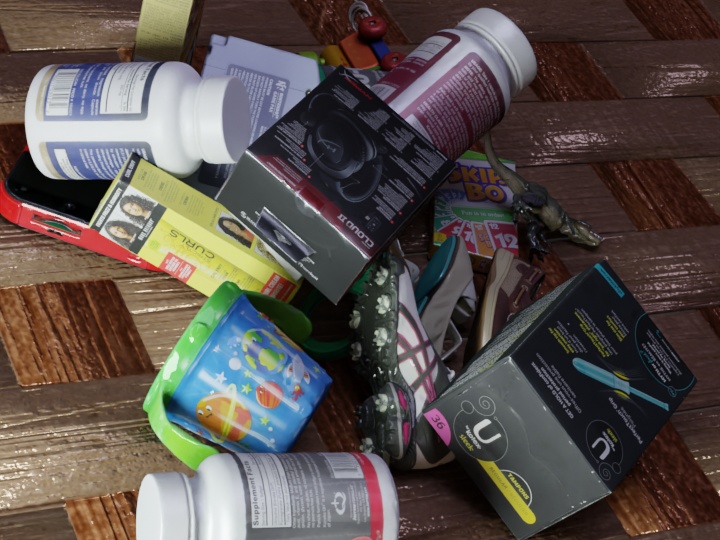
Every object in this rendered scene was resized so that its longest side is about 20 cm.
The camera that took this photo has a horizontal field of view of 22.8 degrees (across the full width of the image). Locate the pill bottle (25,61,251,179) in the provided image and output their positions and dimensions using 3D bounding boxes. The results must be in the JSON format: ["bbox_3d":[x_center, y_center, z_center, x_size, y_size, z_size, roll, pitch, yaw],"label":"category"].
[{"bbox_3d":[-0.210,-0.143,1.711,0.198,0.112,0.111,1,35,17],"label":"pill bottle"}]

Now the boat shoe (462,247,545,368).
[{"bbox_3d":[0.149,0.051,1.763,0.071,0.073,0.201,18,32,1],"label":"boat shoe"}]

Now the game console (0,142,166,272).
[{"bbox_3d":[-0.250,-0.080,1.787,0.198,0.031,0.177,19,35,0],"label":"game console"}]

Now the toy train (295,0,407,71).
[{"bbox_3d":[-0.026,-0.243,2.039,0.114,0.085,0.201,-14,47,-16],"label":"toy train"}]

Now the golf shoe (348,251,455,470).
[{"bbox_3d":[0.040,0.086,1.640,0.087,0.077,0.202,8,70,-29],"label":"golf shoe"}]

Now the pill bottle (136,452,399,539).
[{"bbox_3d":[-0.077,0.204,1.449,0.198,0.111,0.111,2,41,-21],"label":"pill bottle"}]

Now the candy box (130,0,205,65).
[{"bbox_3d":[-0.201,-0.245,1.860,0.055,0.201,0.116,16,38,-1],"label":"candy box"}]

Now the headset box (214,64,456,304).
[{"bbox_3d":[-0.025,-0.076,1.624,0.148,0.077,0.200,40,44,2],"label":"headset box"}]

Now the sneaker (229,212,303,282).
[{"bbox_3d":[-0.050,-0.079,1.711,0.115,0.074,0.200,42,34,2],"label":"sneaker"}]

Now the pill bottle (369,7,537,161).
[{"bbox_3d":[0.081,-0.172,1.822,0.114,0.115,0.200,39,66,24],"label":"pill bottle"}]

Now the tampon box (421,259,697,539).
[{"bbox_3d":[0.181,0.115,1.614,0.150,0.126,0.200,52,42,-2],"label":"tampon box"}]

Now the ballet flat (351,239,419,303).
[{"bbox_3d":[0.018,-0.013,1.799,0.072,0.068,0.201,17,30,-35],"label":"ballet flat"}]

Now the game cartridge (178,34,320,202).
[{"bbox_3d":[-0.110,-0.131,1.787,0.132,0.042,0.202,17,67,-8],"label":"game cartridge"}]

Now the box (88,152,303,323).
[{"bbox_3d":[-0.151,-0.026,1.686,0.199,0.075,0.050,31,37,-13],"label":"box"}]

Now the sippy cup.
[{"bbox_3d":[-0.100,0.100,1.560,0.130,0.140,0.179,33,78,1],"label":"sippy cup"}]

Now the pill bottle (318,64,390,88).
[{"bbox_3d":[-0.041,-0.162,1.898,0.198,0.114,0.114,3,41,-20],"label":"pill bottle"}]

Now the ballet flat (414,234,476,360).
[{"bbox_3d":[0.078,0.042,1.756,0.069,0.070,0.201,24,40,6],"label":"ballet flat"}]

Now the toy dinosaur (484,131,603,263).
[{"bbox_3d":[0.182,-0.068,1.897,0.200,0.047,0.089,43,37,-28],"label":"toy dinosaur"}]

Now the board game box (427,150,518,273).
[{"bbox_3d":[0.122,-0.072,1.932,0.094,0.030,0.201,14,36,-8],"label":"board game box"}]

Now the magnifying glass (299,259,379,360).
[{"bbox_3d":[0.000,0.000,1.726,0.079,0.022,0.201,10,61,30],"label":"magnifying glass"}]
